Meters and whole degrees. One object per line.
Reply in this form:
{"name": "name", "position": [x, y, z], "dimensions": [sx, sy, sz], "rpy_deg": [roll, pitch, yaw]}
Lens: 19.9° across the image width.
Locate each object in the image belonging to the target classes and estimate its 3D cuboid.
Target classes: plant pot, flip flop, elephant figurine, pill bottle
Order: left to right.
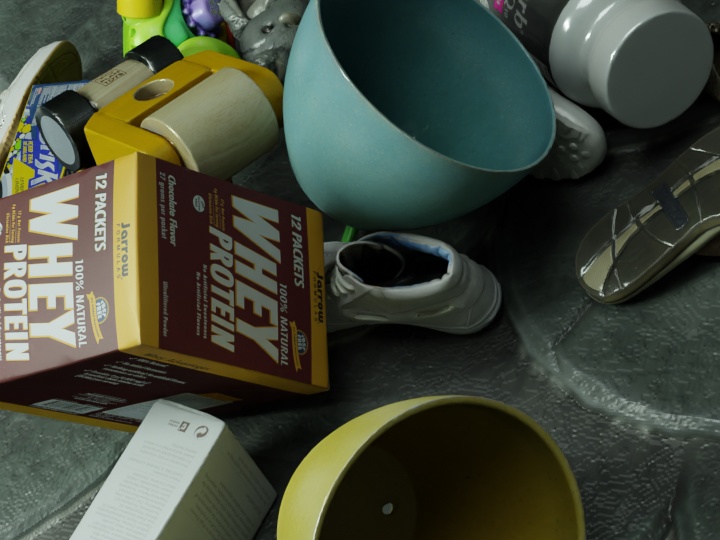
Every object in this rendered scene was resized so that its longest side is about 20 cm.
{"name": "elephant figurine", "position": [-0.047, -0.192, 1.646], "dimensions": [0.199, 0.156, 0.142], "rpy_deg": [-31, 65, -25]}
{"name": "plant pot", "position": [0.022, -0.107, 1.477], "dimensions": [0.135, 0.199, 0.201], "rpy_deg": [-50, 34, 38]}
{"name": "plant pot", "position": [0.025, 0.171, 1.322], "dimensions": [0.200, 0.200, 0.142], "rpy_deg": [-48, 24, -15]}
{"name": "pill bottle", "position": [0.174, -0.192, 1.555], "dimensions": [0.116, 0.117, 0.200], "rpy_deg": [-37, 40, -5]}
{"name": "flip flop", "position": [0.245, -0.038, 1.455], "dimensions": [0.200, 0.058, 0.081], "rpy_deg": [-36, 49, 17]}

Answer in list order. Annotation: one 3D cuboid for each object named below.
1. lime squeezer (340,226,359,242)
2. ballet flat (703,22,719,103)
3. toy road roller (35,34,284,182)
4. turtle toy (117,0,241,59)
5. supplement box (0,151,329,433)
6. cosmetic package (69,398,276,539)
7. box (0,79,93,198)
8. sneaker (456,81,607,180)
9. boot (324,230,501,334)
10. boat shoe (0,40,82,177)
{"name": "lime squeezer", "position": [-0.007, -0.082, 1.634], "dimensions": [0.071, 0.038, 0.201], "rpy_deg": [-46, 40, 31]}
{"name": "ballet flat", "position": [0.299, -0.132, 1.503], "dimensions": [0.067, 0.046, 0.200], "rpy_deg": [-35, 46, -6]}
{"name": "toy road roller", "position": [-0.138, -0.081, 1.551], "dimensions": [0.123, 0.147, 0.200], "rpy_deg": [-36, 33, -27]}
{"name": "turtle toy", "position": [-0.152, -0.179, 1.699], "dimensions": [0.100, 0.147, 0.200], "rpy_deg": [-2, 25, -10]}
{"name": "supplement box", "position": [-0.159, 0.023, 1.451], "dimensions": [0.199, 0.197, 0.134], "rpy_deg": [-15, 70, 36]}
{"name": "cosmetic package", "position": [-0.147, 0.203, 1.422], "dimensions": [0.074, 0.102, 0.201], "rpy_deg": [15, 60, 35]}
{"name": "box", "position": [-0.259, -0.060, 1.708], "dimensions": [0.064, 0.070, 0.201], "rpy_deg": [-4, 53, 23]}
{"name": "sneaker", "position": [0.113, -0.133, 1.586], "dimensions": [0.199, 0.077, 0.080], "rpy_deg": [24, 47, 32]}
{"name": "boot", "position": [0.000, 0.000, 1.506], "dimensions": [0.199, 0.096, 0.074], "rpy_deg": [1, 69, 27]}
{"name": "boat shoe", "position": [-0.310, -0.119, 1.781], "dimensions": [0.069, 0.071, 0.201], "rpy_deg": [9, 60, 30]}
